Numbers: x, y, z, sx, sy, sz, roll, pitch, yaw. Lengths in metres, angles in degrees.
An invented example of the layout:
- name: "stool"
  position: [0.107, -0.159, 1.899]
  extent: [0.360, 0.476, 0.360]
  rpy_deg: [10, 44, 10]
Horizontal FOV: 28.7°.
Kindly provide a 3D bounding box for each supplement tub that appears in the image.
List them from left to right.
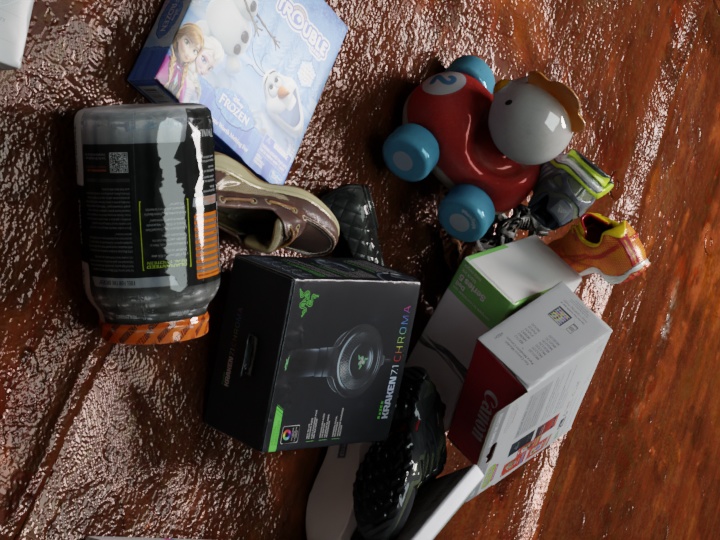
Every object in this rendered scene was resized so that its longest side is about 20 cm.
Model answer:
- name: "supplement tub"
  position: [-0.185, -0.043, 1.229]
  extent: [0.122, 0.122, 0.203]
  rpy_deg: [-11, 102, -50]

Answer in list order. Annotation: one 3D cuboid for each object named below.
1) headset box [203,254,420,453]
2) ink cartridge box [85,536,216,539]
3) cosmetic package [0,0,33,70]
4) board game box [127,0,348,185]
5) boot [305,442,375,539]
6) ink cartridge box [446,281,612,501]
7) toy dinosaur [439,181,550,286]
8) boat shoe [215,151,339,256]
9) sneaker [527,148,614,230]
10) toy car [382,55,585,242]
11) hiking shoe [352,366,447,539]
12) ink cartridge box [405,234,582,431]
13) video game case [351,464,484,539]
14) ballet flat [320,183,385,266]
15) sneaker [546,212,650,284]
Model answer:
- name: "headset box"
  position: [-0.052, 0.079, 1.403]
  extent: [0.199, 0.092, 0.176]
  rpy_deg: [3, 103, -48]
- name: "ink cartridge box"
  position: [-0.153, 0.323, 1.306]
  extent: [0.199, 0.124, 0.130]
  rpy_deg: [16, 82, -51]
- name: "cosmetic package"
  position: [-0.336, -0.269, 1.017]
  extent: [0.198, 0.122, 0.203]
  rpy_deg: [18, 79, -50]
- name: "board game box"
  position: [-0.111, -0.212, 1.362]
  extent: [0.200, 0.043, 0.201]
  rpy_deg: [41, 62, -45]
- name: "boot"
  position: [0.006, 0.218, 1.531]
  extent: [0.090, 0.072, 0.202]
  rpy_deg: [27, 73, -43]
- name: "ink cartridge box"
  position: [0.165, 0.136, 1.531]
  extent: [0.175, 0.084, 0.201]
  rpy_deg: [-31, 152, -28]
- name: "toy dinosaur"
  position: [0.147, -0.027, 1.672]
  extent: [0.136, 0.102, 0.201]
  rpy_deg: [-46, 147, -18]
- name: "boat shoe"
  position: [-0.094, -0.045, 1.362]
  extent: [0.199, 0.072, 0.073]
  rpy_deg: [29, 40, -45]
- name: "sneaker"
  position: [0.222, -0.090, 1.615]
  extent: [0.074, 0.200, 0.081]
  rpy_deg: [43, 87, -3]
- name: "toy car"
  position: [0.159, -0.168, 1.546]
  extent: [0.177, 0.200, 0.185]
  rpy_deg: [46, 48, -8]
- name: "hiking shoe"
  position: [0.056, 0.206, 1.489]
  extent: [0.101, 0.075, 0.202]
  rpy_deg: [45, 51, -38]
- name: "ink cartridge box"
  position: [0.143, 0.071, 1.603]
  extent: [0.145, 0.084, 0.201]
  rpy_deg: [-17, 143, -48]
- name: "video game case"
  position: [0.022, 0.292, 1.486]
  extent: [0.022, 0.182, 0.200]
  rpy_deg: [51, 51, -6]
- name: "ballet flat"
  position: [0.000, 0.000, 1.531]
  extent: [0.067, 0.056, 0.202]
  rpy_deg: [-102, -179, -69]
- name: "sneaker"
  position: [0.265, -0.033, 1.606]
  extent: [0.073, 0.200, 0.078]
  rpy_deg: [-29, 99, -18]
